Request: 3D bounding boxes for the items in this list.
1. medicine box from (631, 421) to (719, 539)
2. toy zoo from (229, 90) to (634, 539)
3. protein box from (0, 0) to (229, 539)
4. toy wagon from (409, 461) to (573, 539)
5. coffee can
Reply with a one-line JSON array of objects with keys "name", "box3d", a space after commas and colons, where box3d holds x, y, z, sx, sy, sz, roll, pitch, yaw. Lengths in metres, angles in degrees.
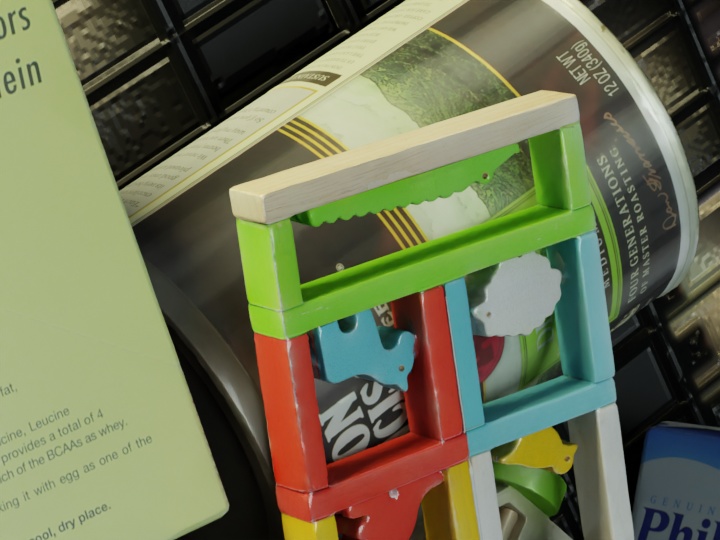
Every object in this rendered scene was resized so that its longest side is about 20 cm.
[{"name": "medicine box", "box3d": [0.193, 0.173, 1.173, 0.182, 0.103, 0.201, 11, 87, -44]}, {"name": "toy zoo", "box3d": [0.030, 0.053, 0.952, 0.131, 0.020, 0.201, -18, 108, -33]}, {"name": "protein box", "box3d": [-0.182, 0.019, 0.906, 0.198, 0.135, 0.201, -24, 101, -29]}, {"name": "toy wagon", "box3d": [0.059, 0.166, 1.041, 0.200, 0.039, 0.156, 42, 63, -41]}, {"name": "coffee can", "box3d": [0.000, 0.000, 1.026, 0.200, 0.146, 0.147, -36, 112, -26]}]
